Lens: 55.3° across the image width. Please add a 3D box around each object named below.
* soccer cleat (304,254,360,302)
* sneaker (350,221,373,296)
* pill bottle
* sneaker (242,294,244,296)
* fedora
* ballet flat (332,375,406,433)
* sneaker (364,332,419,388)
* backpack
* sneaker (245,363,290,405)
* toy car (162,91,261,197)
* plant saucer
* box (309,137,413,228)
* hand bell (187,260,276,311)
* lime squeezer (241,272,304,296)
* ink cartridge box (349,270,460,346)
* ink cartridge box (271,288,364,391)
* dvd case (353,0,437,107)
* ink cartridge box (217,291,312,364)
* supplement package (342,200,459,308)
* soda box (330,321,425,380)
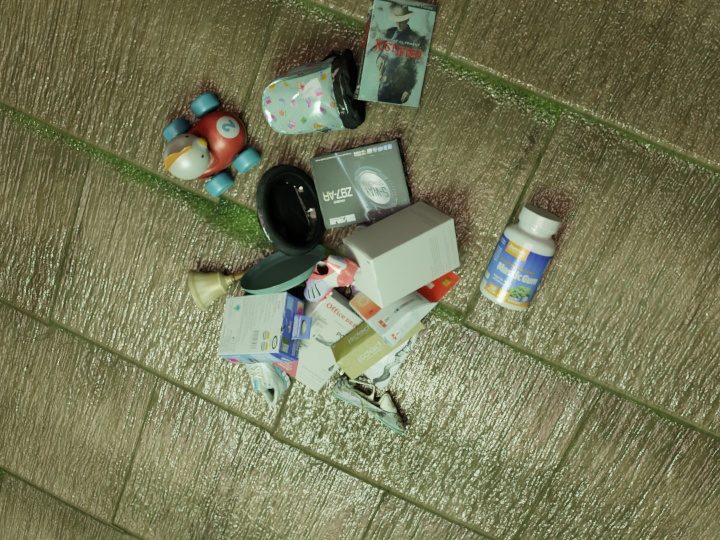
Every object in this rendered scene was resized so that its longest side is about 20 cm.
[{"bbox_3d":[-0.076,0.013,1.411,0.076,0.067,0.200,31,153,-20],"label":"soccer cleat"},{"bbox_3d":[-0.001,0.000,1.505,0.072,0.114,0.202,-2,107,12],"label":"sneaker"},{"bbox_3d":[0.334,-0.029,1.418,0.112,0.112,0.201,23,111,6],"label":"pill bottle"},{"bbox_3d":[-0.212,0.084,1.603,0.199,0.076,0.116,-16,98,17],"label":"sneaker"},{"bbox_3d":[-0.170,-0.126,1.503,0.091,0.200,0.202,-8,107,47],"label":"fedora"},{"bbox_3d":[0.031,0.308,1.617,0.200,0.072,0.072,30,111,2],"label":"ballet flat"},{"bbox_3d":[0.052,0.168,1.563,0.115,0.075,0.200,31,114,0],"label":"sneaker"},{"bbox_3d":[-0.103,-0.357,1.415,0.199,0.127,0.168,-5,108,18],"label":"backpack"},{"bbox_3d":[-0.234,0.235,1.613,0.075,0.087,0.200,-15,121,28],"label":"sneaker"},{"bbox_3d":[-0.345,-0.257,1.462,0.177,0.200,0.185,-36,96,20],"label":"toy car"},{"bbox_3d":[-0.167,0.000,1.501,0.199,0.200,0.028,-15,113,17],"label":"plant saucer"},{"bbox_3d":[0.004,-0.187,1.484,0.199,0.044,0.161,-9,104,15],"label":"box"},{"bbox_3d":[-0.290,0.015,1.607,0.199,0.104,0.105,-19,102,5],"label":"hand bell"},{"bbox_3d":[-0.233,0.048,1.580,0.199,0.038,0.071,-27,104,1],"label":"lime squeezer"},{"bbox_3d":[0.089,0.045,1.439,0.200,0.162,0.050,-46,126,-2],"label":"ink cartridge box"},{"bbox_3d":[-0.094,0.147,1.539,0.146,0.083,0.200,38,97,-26],"label":"ink cartridge box"},{"bbox_3d":[0.070,-0.433,1.361,0.145,0.022,0.201,0,109,-29],"label":"dvd case"},{"bbox_3d":[-0.200,0.124,1.470,0.199,0.076,0.137,-7,66,31],"label":"ink cartridge box"},{"bbox_3d":[0.084,-0.037,1.405,0.199,0.120,0.122,-27,126,-20],"label":"supplement package"},{"bbox_3d":[0.035,0.144,1.485,0.200,0.064,0.068,-37,121,5],"label":"soda box"}]
